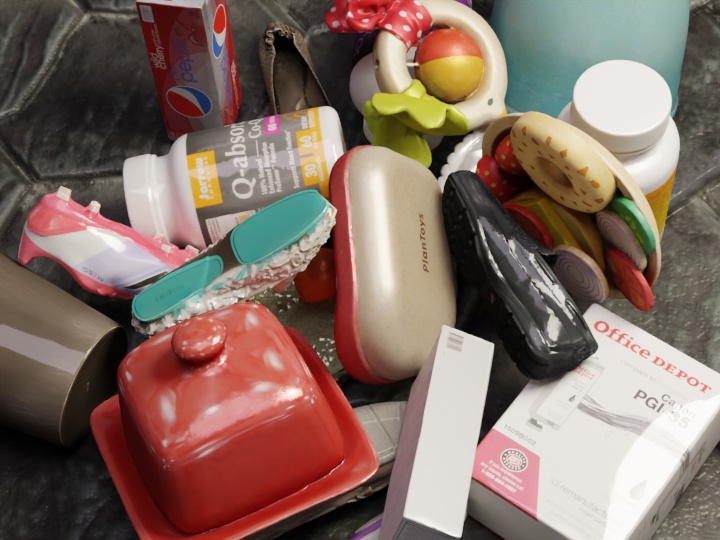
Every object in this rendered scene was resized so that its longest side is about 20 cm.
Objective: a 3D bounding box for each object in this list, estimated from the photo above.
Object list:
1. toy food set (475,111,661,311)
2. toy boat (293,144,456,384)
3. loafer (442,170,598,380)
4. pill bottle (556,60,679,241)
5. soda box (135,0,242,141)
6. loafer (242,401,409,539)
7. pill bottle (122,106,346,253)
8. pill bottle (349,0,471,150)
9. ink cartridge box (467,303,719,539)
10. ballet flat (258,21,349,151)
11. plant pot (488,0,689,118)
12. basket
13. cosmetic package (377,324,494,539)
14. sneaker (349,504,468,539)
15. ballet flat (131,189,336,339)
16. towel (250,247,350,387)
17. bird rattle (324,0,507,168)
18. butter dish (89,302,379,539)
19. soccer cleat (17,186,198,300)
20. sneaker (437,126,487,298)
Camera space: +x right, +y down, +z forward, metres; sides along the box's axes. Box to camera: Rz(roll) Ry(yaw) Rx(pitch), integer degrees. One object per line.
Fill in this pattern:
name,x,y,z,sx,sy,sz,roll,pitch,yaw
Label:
toy food set,0.173,-0.046,1.330,0.049,0.200,0.198,-42,103,-23
toy boat,0.000,0.000,1.358,0.130,0.130,0.201,-15,70,32
loafer,0.130,-0.001,1.324,0.070,0.068,0.201,-17,62,-21
pill bottle,0.220,-0.088,1.389,0.110,0.200,0.112,-1,56,2
soda box,-0.158,-0.204,1.484,0.063,0.200,0.070,7,56,7
loafer,-0.029,0.170,1.319,0.199,0.063,0.072,-21,38,-15
pill bottle,-0.108,-0.075,1.443,0.199,0.117,0.117,-12,56,2
pill bottle,0.049,-0.213,1.534,0.112,0.113,0.201,3,56,4
ink cartridge box,0.195,0.145,1.304,0.146,0.083,0.200,31,63,22
ballet flat,-0.060,-0.170,1.549,0.067,0.046,0.201,-14,57,-6
plant pot,0.217,-0.251,1.470,0.199,0.189,0.200,5,37,-4
basket,-0.313,0.061,1.357,0.199,0.136,0.180,24,37,12
cosmetic package,0.059,0.145,1.236,0.050,0.083,0.200,21,44,-6
sneaker,0.016,0.255,1.260,0.200,0.075,0.100,-35,86,-23
ballet flat,-0.099,0.002,1.326,0.199,0.072,0.072,-29,57,9
towel,-0.079,0.065,1.399,0.200,0.037,0.148,-36,61,-20
bird rattle,0.053,-0.188,1.426,0.162,0.113,0.201,-2,67,-27
butter dish,-0.113,0.098,1.251,0.199,0.148,0.200,-22,43,-12
soccer cleat,-0.200,0.000,1.380,0.199,0.067,0.077,28,99,-10
sneaker,0.102,-0.052,1.456,0.082,0.075,0.200,29,73,13
